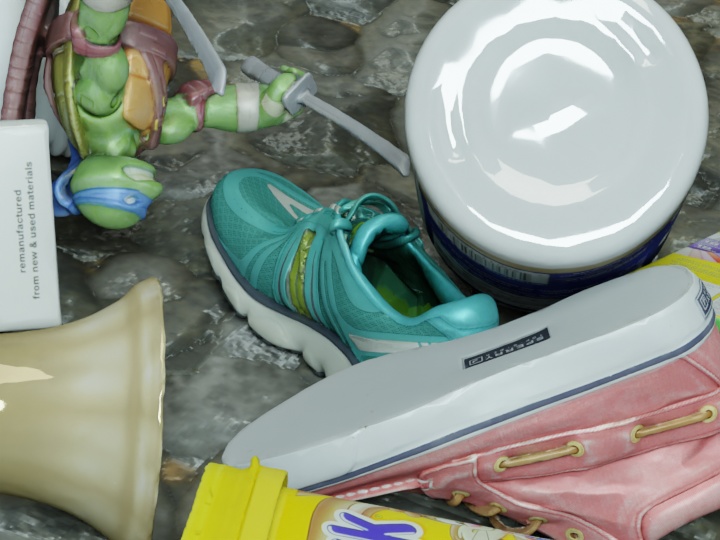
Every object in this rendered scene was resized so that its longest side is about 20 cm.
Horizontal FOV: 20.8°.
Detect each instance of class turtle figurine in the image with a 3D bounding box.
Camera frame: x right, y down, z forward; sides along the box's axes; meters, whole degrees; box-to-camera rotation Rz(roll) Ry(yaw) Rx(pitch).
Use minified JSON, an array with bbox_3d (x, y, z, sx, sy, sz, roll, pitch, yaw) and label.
[{"bbox_3d":[-0.066,-0.122,0.858,0.143,0.195,0.200,6,-18,-37],"label":"turtle figurine"}]

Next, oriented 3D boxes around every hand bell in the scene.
[{"bbox_3d":[-0.174,0.048,0.700,0.199,0.105,0.104,4,29,-12],"label":"hand bell"}]

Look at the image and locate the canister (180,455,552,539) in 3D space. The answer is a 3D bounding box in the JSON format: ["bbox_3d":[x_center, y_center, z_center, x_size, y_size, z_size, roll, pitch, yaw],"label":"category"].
[{"bbox_3d":[0.034,0.141,0.618,0.199,0.087,0.149,11,30,2],"label":"canister"}]

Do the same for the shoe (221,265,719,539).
[{"bbox_3d":[0.051,0.074,0.758,0.199,0.091,0.072,-20,17,10],"label":"shoe"}]

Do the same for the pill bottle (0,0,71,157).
[{"bbox_3d":[-0.216,-0.098,0.939,0.199,0.120,0.120,-2,31,-18],"label":"pill bottle"}]

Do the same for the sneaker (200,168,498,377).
[{"bbox_3d":[0.000,0.000,0.862,0.077,0.080,0.200,-13,35,-33],"label":"sneaker"}]

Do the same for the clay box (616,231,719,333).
[{"bbox_3d":[0.185,0.029,0.857,0.114,0.048,0.200,21,15,21],"label":"clay box"}]

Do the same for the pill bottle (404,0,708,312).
[{"bbox_3d":[0.081,-0.045,0.846,0.119,0.120,0.200,11,-8,5],"label":"pill bottle"}]

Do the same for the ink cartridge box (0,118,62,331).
[{"bbox_3d":[-0.232,-0.014,0.776,0.199,0.085,0.146,-5,5,-20],"label":"ink cartridge box"}]
